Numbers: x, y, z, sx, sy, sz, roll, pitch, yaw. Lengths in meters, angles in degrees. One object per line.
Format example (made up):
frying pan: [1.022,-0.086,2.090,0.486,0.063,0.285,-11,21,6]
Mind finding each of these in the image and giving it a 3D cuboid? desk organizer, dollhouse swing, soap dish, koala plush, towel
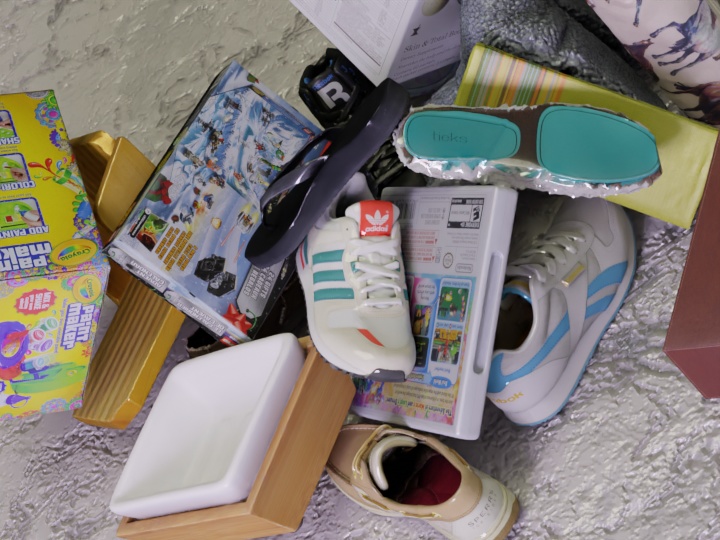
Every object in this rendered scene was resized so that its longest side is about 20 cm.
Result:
desk organizer: [0.283,-0.010,1.542,0.077,0.072,0.200,-8,51,39]
dollhouse swing: [-0.228,0.010,1.848,0.176,0.182,0.200,-50,16,-15]
soap dish: [-0.098,0.138,1.694,0.200,0.081,0.158,-17,44,52]
koala plush: [0.114,-0.132,1.732,0.200,0.184,0.177,-47,24,29]
towel: [0.167,-0.102,1.636,0.018,0.200,0.086,-62,-9,-61]

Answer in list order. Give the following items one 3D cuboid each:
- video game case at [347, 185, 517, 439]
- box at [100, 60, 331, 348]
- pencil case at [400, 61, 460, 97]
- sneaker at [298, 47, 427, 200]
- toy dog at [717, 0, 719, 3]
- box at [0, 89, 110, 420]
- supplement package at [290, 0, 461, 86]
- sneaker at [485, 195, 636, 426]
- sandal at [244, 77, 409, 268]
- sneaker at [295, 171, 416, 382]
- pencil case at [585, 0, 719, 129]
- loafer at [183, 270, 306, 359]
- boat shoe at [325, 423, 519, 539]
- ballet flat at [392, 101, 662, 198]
video game case: [0.051,0.027,1.634,0.200,0.024,0.182,-176,95,-66]
box: [-0.102,-0.053,1.756,0.040,0.137,0.200,-32,23,56]
pencil case: [0.020,-0.235,1.946,0.083,0.091,0.200,-18,37,-10]
sneaker: [-0.002,-0.115,1.844,0.073,0.112,0.200,-38,40,8]
toy dog: [0.255,-0.288,1.710,0.200,0.194,0.140,-37,27,2]
box: [-0.299,-0.010,1.810,0.122,0.200,0.193,-8,54,-22]
supplement package: [0.050,-0.284,1.761,0.152,0.200,0.151,-25,60,-38]
sneaker: [0.144,0.013,1.631,0.076,0.081,0.200,-1,54,42]
sandal: [-0.034,-0.080,1.663,0.200,0.043,0.076,-49,16,34]
sneaker: [0.000,0.000,1.639,0.200,0.070,0.094,-110,32,-53]
pencil case: [0.240,-0.189,1.646,0.089,0.200,0.078,-18,34,44]
loafer: [-0.079,0.014,1.828,0.073,0.071,0.200,10,63,44]
boat shoe: [0.033,0.146,1.617,0.200,0.066,0.074,15,68,49]
ballet flat: [0.124,-0.089,1.610,0.200,0.072,0.072,8,56,8]
